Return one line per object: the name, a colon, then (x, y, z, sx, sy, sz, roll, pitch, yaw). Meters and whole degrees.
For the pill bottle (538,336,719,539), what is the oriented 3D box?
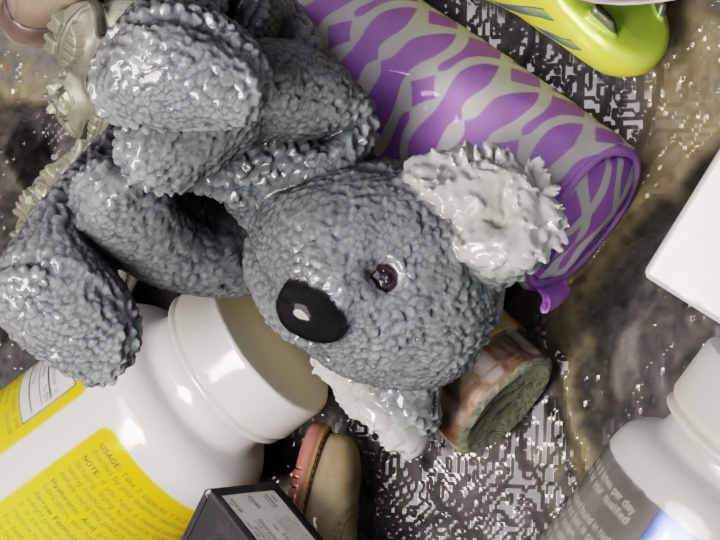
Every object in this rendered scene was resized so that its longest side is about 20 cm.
pill bottle: (0.131, 0.135, 1.252, 0.114, 0.114, 0.200, 40, 104, 24)

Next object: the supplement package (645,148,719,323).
supplement package: (0.222, -0.056, 1.202, 0.121, 0.120, 0.200, 33, 101, 7)

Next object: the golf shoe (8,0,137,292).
golf shoe: (-0.107, -0.044, 1.409, 0.078, 0.097, 0.200, 42, 133, 28)

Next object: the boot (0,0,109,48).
boot: (-0.102, -0.194, 1.406, 0.070, 0.200, 0.146, 42, 142, 3)

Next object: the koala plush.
koala plush: (-0.021, -0.021, 1.259, 0.200, 0.184, 0.178, 31, 118, 5)

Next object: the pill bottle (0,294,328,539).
pill bottle: (-0.116, 0.085, 1.382, 0.200, 0.111, 0.111, -36, 72, 21)

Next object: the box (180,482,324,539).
box: (-0.029, 0.216, 1.279, 0.200, 0.049, 0.161, 47, 125, 35)

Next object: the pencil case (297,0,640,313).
pencil case: (0.035, -0.068, 1.337, 0.200, 0.084, 0.086, 39, 128, 25)

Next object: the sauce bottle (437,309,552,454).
sauce bottle: (0.000, 0.000, 1.357, 0.200, 0.065, 0.065, 43, 105, 24)

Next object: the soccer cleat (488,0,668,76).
soccer cleat: (0.061, -0.149, 1.348, 0.200, 0.065, 0.084, 43, 135, 18)

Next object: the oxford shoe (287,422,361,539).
oxford shoe: (-0.001, 0.170, 1.352, 0.075, 0.070, 0.201, 0, 91, 9)

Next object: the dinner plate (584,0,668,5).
dinner plate: (0.158, -0.182, 1.261, 0.200, 0.024, 0.200, -24, 38, 20)
